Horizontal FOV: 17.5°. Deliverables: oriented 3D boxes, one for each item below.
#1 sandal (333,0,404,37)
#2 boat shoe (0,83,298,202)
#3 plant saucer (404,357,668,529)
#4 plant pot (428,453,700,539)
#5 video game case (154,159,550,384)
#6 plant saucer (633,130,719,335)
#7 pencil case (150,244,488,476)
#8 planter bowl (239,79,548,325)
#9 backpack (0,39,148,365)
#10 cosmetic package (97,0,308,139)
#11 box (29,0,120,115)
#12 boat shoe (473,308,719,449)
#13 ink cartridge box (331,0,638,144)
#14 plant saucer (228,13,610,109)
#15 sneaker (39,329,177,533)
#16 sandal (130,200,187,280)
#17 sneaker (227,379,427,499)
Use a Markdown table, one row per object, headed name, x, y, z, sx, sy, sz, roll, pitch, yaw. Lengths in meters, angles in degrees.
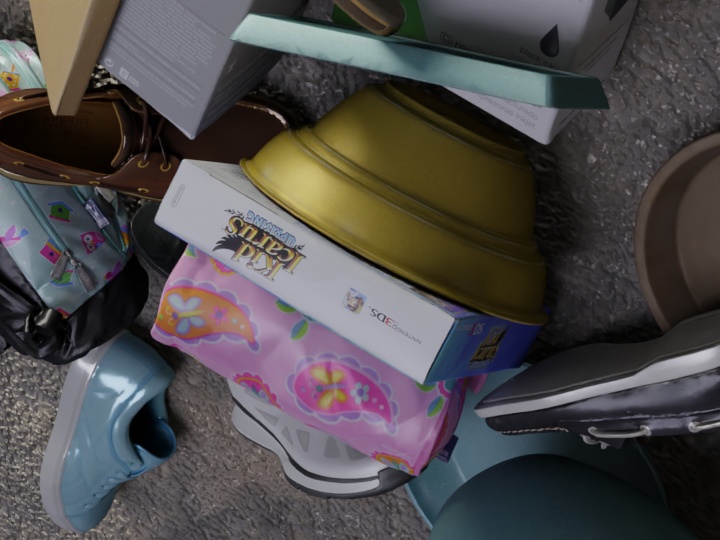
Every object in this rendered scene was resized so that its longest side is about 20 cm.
| name | x | y | z | sx | sy | sz | roll | pitch | yaw |
| --- | --- | --- | --- | --- | --- | --- | --- | --- | --- |
| sandal | -0.018 | -0.212 | 1.186 | 0.054 | 0.080 | 0.201 | -19 | 103 | 18 |
| boat shoe | -0.136 | -0.078 | 1.430 | 0.198 | 0.068 | 0.073 | 2 | 91 | -3 |
| plant saucer | 0.114 | 0.128 | 1.482 | 0.199 | 0.036 | 0.201 | 21 | 133 | 24 |
| plant pot | 0.112 | 0.190 | 1.391 | 0.201 | 0.199 | 0.135 | 110 | 144 | -45 |
| video game case | 0.000 | 0.000 | 1.342 | 0.180 | 0.200 | 0.046 | 29 | 100 | 17 |
| plant saucer | 0.245 | 0.003 | 1.289 | 0.199 | 0.029 | 0.201 | 20 | 132 | 24 |
| pencil case | -0.026 | 0.047 | 1.410 | 0.199 | 0.088 | 0.088 | 27 | 135 | 7 |
| planter bowl | 0.037 | -0.053 | 1.335 | 0.200 | 0.200 | 0.084 | 30 | 100 | 15 |
| backpack | -0.227 | -0.047 | 1.533 | 0.201 | 0.126 | 0.167 | 60 | 155 | -13 |
| cosmetic package | -0.070 | -0.186 | 1.332 | 0.090 | 0.107 | 0.200 | 39 | 139 | 5 |
| box | -0.159 | -0.216 | 1.361 | 0.200 | 0.021 | 0.164 | 120 | 145 | -46 |
| boat shoe | 0.155 | 0.073 | 1.345 | 0.199 | 0.074 | 0.061 | -18 | 106 | 35 |
| ink cartridge box | 0.081 | -0.191 | 1.224 | 0.145 | 0.084 | 0.201 | 31 | 136 | 16 |
| plant saucer | 0.030 | -0.110 | 1.221 | 0.199 | 0.070 | 0.019 | 16 | 102 | 30 |
| sneaker | -0.176 | 0.131 | 1.682 | 0.082 | 0.074 | 0.201 | 32 | 137 | 18 |
| sandal | -0.051 | -0.010 | 1.476 | 0.199 | 0.076 | 0.048 | 21 | 149 | 12 |
| sneaker | -0.036 | 0.068 | 1.495 | 0.200 | 0.075 | 0.116 | 23 | 134 | 53 |
